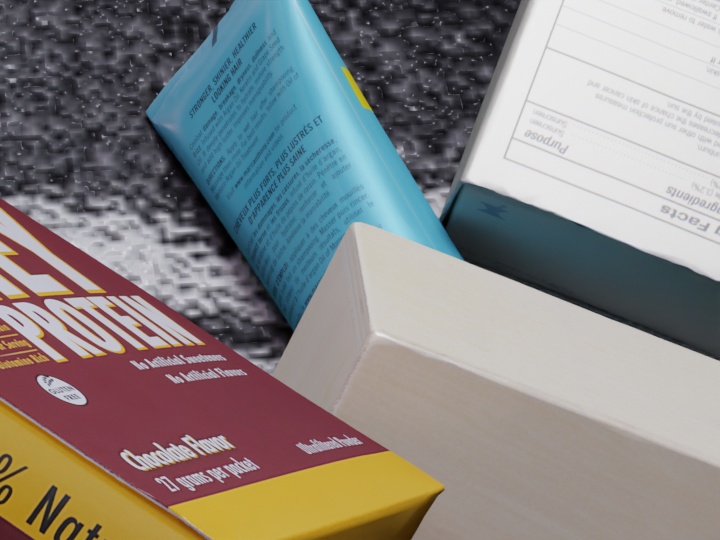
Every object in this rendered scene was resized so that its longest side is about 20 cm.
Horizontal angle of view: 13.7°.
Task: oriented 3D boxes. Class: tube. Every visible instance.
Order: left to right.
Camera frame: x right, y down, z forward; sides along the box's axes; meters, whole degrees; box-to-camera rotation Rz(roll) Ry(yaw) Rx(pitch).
[{"bbox_3d":[0.000,0.000,0.883,0.050,0.077,0.200,4,46,-51],"label":"tube"}]

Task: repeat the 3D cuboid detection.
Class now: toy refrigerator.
[{"bbox_3d":[0.074,0.064,0.783,0.199,0.076,0.070,20,24,-16],"label":"toy refrigerator"}]

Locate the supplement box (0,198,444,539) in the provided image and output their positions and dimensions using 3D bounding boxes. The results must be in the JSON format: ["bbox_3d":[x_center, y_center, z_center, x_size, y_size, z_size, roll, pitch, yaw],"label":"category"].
[{"bbox_3d":[-0.125,0.090,0.697,0.197,0.200,0.133,32,12,17],"label":"supplement box"}]

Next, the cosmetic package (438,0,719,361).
[{"bbox_3d":[0.105,-0.087,0.906,0.103,0.073,0.201,23,74,-1],"label":"cosmetic package"}]
